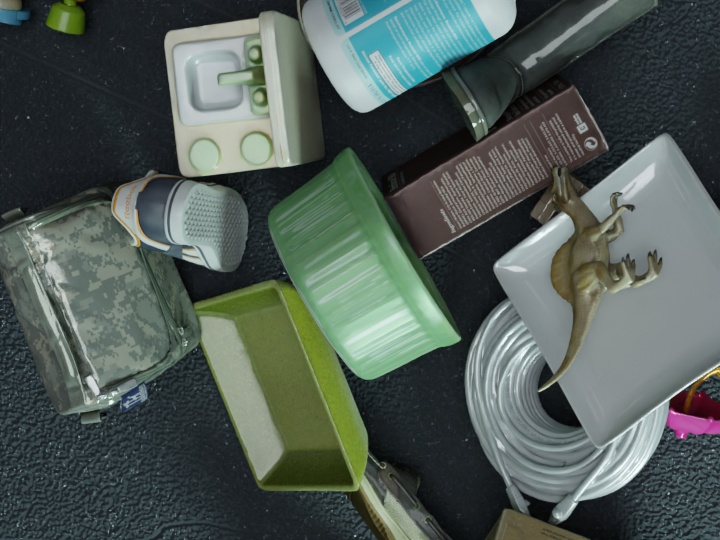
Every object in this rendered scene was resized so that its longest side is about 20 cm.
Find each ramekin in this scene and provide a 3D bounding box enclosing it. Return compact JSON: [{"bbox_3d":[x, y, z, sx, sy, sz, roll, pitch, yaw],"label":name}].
[{"bbox_3d":[0.000,0.000,1.174,0.097,0.200,0.201,-30,93,5],"label":"ramekin"}]

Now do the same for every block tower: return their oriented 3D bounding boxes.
[{"bbox_3d":[0.240,-0.017,1.177,0.200,0.054,0.058,41,103,33],"label":"block tower"}]

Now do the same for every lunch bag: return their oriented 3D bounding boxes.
[{"bbox_3d":[-0.254,0.029,1.212,0.138,0.168,0.202,-20,95,18],"label":"lunch bag"}]

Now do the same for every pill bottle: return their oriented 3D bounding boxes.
[{"bbox_3d":[0.057,-0.228,1.118,0.199,0.111,0.112,-27,93,13],"label":"pill bottle"}]

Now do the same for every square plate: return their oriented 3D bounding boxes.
[{"bbox_3d":[0.237,0.018,1.122,0.200,0.028,0.199,-38,62,21],"label":"square plate"}]

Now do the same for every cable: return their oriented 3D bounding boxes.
[{"bbox_3d":[0.191,0.111,1.202,0.200,0.069,0.201,-41,66,25],"label":"cable"}]

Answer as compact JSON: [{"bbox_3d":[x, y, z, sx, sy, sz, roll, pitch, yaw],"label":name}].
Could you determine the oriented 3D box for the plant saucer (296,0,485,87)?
[{"bbox_3d":[0.038,-0.259,1.184,0.198,0.035,0.202,-6,132,-7],"label":"plant saucer"}]

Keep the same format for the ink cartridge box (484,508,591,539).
[{"bbox_3d":[0.197,0.316,1.211,0.198,0.165,0.076,20,55,3],"label":"ink cartridge box"}]

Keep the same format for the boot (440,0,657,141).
[{"bbox_3d":[0.172,-0.199,1.156,0.199,0.182,0.073,-25,106,12],"label":"boot"}]

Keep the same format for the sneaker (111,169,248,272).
[{"bbox_3d":[-0.162,-0.049,1.194,0.079,0.200,0.079,9,82,13],"label":"sneaker"}]

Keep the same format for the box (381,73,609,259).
[{"bbox_3d":[0.120,-0.098,1.202,0.199,0.100,0.075,-32,103,7],"label":"box"}]

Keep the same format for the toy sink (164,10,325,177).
[{"bbox_3d":[-0.106,-0.155,1.168,0.111,0.200,0.132,-6,97,8],"label":"toy sink"}]

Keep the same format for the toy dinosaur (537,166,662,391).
[{"bbox_3d":[0.200,0.005,1.110,0.101,0.058,0.202,-17,63,45],"label":"toy dinosaur"}]

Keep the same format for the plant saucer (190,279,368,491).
[{"bbox_3d":[-0.070,0.106,1.226,0.048,0.199,0.202,-25,95,-32],"label":"plant saucer"}]

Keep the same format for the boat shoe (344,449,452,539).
[{"bbox_3d":[0.031,0.222,1.271,0.065,0.073,0.201,-32,85,-17],"label":"boat shoe"}]

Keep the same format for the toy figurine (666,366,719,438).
[{"bbox_3d":[0.327,0.063,1.201,0.184,0.150,0.201,-40,76,18],"label":"toy figurine"}]

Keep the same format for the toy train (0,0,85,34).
[{"bbox_3d":[-0.267,-0.277,1.234,0.198,0.085,0.117,14,108,3],"label":"toy train"}]
